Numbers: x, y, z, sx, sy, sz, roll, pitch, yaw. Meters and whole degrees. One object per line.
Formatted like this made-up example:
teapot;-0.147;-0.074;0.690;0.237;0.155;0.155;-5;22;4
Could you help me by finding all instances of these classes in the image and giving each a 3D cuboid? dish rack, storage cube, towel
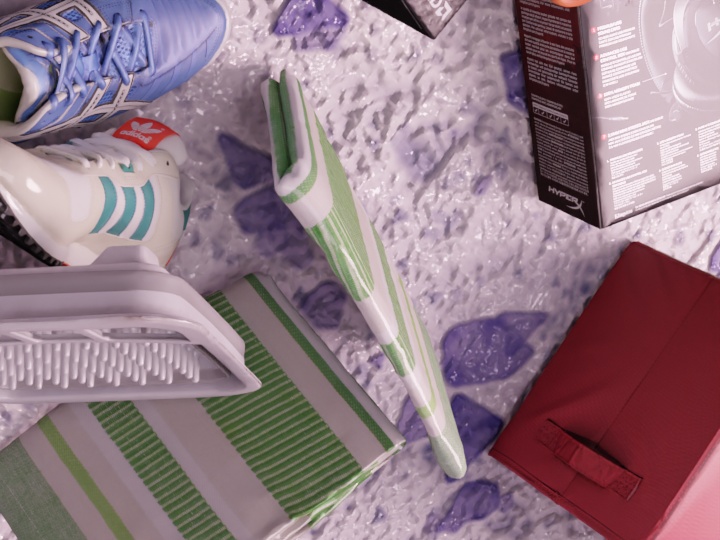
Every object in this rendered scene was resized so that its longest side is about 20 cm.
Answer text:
dish rack;-0.145;0.030;0.728;0.170;0.200;0.044;-3;75;6
storage cube;0.229;0.117;0.977;0.200;0.171;0.180;36;87;-32
towel;0.000;0.000;0.822;0.023;0.153;0.201;-25;118;6
towel;-0.093;0.106;0.819;0.200;0.153;0.023;-38;157;-8

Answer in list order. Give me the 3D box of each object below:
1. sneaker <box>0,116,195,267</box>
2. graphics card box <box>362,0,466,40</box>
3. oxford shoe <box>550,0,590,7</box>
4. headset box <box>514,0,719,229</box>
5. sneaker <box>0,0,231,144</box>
sneaker;-0.139;-0.047;0.743;0.094;0.070;0.200;-59;160;-7
graphics card box;0.051;-0.231;0.783;0.200;0.125;0.051;-51;143;-3
oxford shoe;0.124;-0.217;0.821;0.200;0.072;0.071;-60;141;-34
headset box;0.177;-0.147;0.912;0.148;0.077;0.201;-21;115;-21
sneaker;-0.152;-0.099;0.749;0.199;0.077;0.076;-22;115;-22
